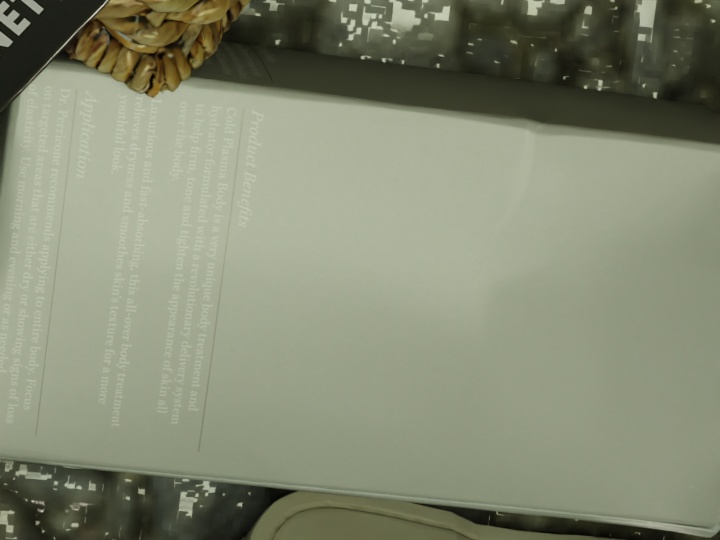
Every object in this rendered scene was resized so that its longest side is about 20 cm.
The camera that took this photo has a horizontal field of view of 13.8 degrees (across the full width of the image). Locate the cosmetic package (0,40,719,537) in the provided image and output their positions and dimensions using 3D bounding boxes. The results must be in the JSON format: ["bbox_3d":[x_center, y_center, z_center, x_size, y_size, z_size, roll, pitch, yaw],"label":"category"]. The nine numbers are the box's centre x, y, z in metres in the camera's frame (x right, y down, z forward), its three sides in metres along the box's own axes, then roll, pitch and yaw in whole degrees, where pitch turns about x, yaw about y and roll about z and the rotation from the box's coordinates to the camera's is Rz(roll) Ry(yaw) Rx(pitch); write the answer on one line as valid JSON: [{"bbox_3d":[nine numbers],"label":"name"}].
[{"bbox_3d":[0.000,0.000,0.773,0.199,0.090,0.107,8,101,-12],"label":"cosmetic package"}]

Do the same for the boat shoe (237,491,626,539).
[{"bbox_3d":[0.050,0.115,0.830,0.200,0.073,0.063,19,143,-17],"label":"boat shoe"}]

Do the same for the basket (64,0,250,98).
[{"bbox_3d":[-0.079,-0.170,0.706,0.200,0.143,0.149,30,131,-3],"label":"basket"}]

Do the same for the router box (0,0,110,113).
[{"bbox_3d":[-0.140,-0.089,0.665,0.157,0.052,0.200,40,131,-11],"label":"router box"}]
